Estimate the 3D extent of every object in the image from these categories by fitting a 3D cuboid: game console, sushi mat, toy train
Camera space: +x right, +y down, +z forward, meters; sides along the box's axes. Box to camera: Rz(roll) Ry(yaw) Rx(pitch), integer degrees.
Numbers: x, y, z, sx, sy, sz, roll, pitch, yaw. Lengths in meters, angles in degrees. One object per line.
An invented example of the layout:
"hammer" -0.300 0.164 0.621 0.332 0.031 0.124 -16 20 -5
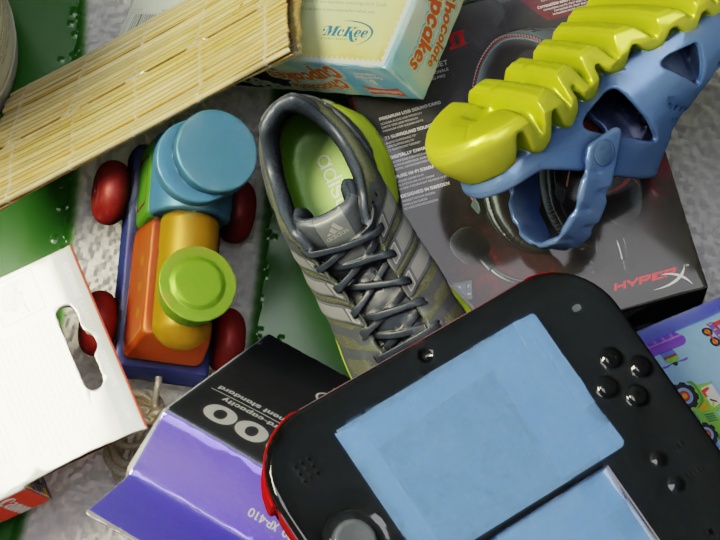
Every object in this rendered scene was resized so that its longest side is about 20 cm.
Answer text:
"game console" 0.071 0.106 1.037 0.200 0.031 0.177 -29 73 -25
"sushi mat" -0.110 -0.098 1.179 0.200 0.012 0.096 -25 40 26
"toy train" -0.091 0.025 1.152 0.084 0.116 0.201 8 74 -15

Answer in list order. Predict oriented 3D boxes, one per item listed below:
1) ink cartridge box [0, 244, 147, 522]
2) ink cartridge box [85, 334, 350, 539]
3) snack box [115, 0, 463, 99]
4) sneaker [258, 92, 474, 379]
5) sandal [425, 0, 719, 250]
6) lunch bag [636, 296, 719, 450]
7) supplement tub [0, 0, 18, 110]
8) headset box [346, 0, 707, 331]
"ink cartridge box" -0.211 0.079 1.172 0.200 0.050 0.109 -25 75 3
"ink cartridge box" -0.002 0.115 1.098 0.198 0.200 0.043 29 112 9
"snack box" -0.030 -0.151 1.193 0.200 0.037 0.116 9 71 42
"sneaker" 0.000 0.000 1.113 0.074 0.081 0.200 -33 72 9
"sandal" 0.124 -0.081 1.134 0.200 0.079 0.087 -35 114 -16
"lunch bag" 0.218 0.084 1.157 0.200 0.094 0.151 -23 72 -23
"supplement tub" -0.251 -0.141 1.169 0.132 0.200 0.132 -1 74 2
"headset box" 0.078 -0.056 1.198 0.148 0.075 0.200 -14 75 -1
